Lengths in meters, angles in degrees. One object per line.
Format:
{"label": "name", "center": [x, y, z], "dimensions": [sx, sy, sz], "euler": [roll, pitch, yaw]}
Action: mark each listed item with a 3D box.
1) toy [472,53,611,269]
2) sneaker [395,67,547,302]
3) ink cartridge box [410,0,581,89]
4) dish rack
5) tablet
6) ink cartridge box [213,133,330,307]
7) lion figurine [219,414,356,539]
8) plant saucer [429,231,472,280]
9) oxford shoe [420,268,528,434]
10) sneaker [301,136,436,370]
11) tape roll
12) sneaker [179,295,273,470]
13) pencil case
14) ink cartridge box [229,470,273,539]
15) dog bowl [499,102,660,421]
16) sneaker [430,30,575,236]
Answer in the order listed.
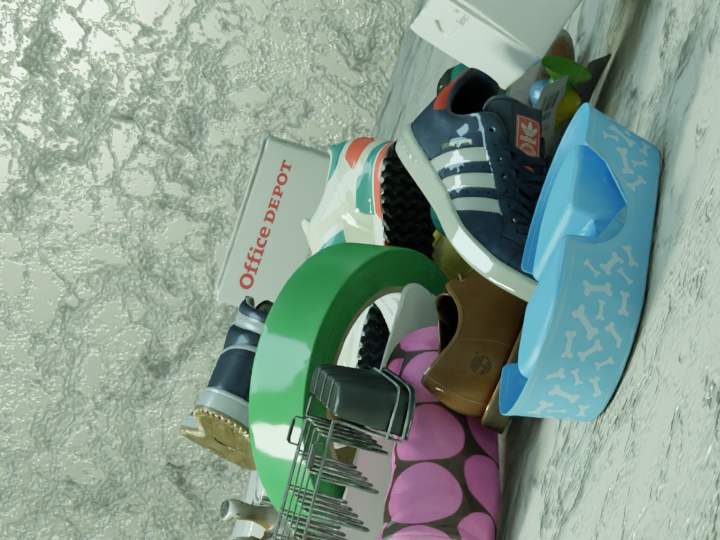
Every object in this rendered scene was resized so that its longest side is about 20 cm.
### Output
{"label": "toy", "center": [0.098, -0.055, 1.573], "dimensions": [0.115, 0.047, 0.201], "euler": [-30, -32, -58]}
{"label": "sneaker", "center": [0.091, -0.055, 1.440], "dimensions": [0.085, 0.075, 0.200], "euler": [-52, 44, 17]}
{"label": "ink cartridge box", "center": [0.129, -0.230, 1.560], "dimensions": [0.201, 0.084, 0.146], "euler": [-56, 3, -6]}
{"label": "dish rack", "center": [-0.025, 0.155, 1.430], "dimensions": [0.153, 0.054, 0.201], "euler": [-155, 80, -83]}
{"label": "tablet", "center": [0.038, 0.123, 1.588], "dimensions": [0.130, 0.014, 0.201], "euler": [37, -117, -52]}
{"label": "ink cartridge box", "center": [-0.010, -0.017, 1.972], "dimensions": [0.084, 0.199, 0.146], "euler": [-127, 56, -84]}
{"label": "lion figurine", "center": [-0.029, 0.172, 1.758], "dimensions": [0.200, 0.122, 0.073], "euler": [-53, 38, 27]}
{"label": "plant saucer", "center": [0.061, -0.016, 1.766], "dimensions": [0.200, 0.048, 0.200], "euler": [-53, 11, 29]}
{"label": "oxford shoe", "center": [0.088, 0.014, 1.481], "dimensions": [0.200, 0.071, 0.072], "euler": [-64, -5, -49]}
{"label": "sneaker", "center": [0.000, 0.000, 1.692], "dimensions": [0.093, 0.070, 0.201], "euler": [14, 101, 47]}
{"label": "tape roll", "center": [0.003, 0.083, 1.588], "dimensions": [0.200, 0.048, 0.202], "euler": [-14, -73, -54]}
{"label": "sneaker", "center": [-0.085, 0.087, 1.808], "dimensions": [0.200, 0.070, 0.109], "euler": [119, 176, -76]}
{"label": "pencil case", "center": [0.047, 0.131, 1.458], "dimensions": [0.094, 0.090, 0.201], "euler": [-49, 18, 33]}
{"label": "ink cartridge box", "center": [-0.046, 0.173, 1.904], "dimensions": [0.147, 0.085, 0.201], "euler": [-91, 20, -75]}
{"label": "dog bowl", "center": [0.123, -0.001, 1.285], "dimensions": [0.112, 0.049, 0.201], "euler": [113, 173, -47]}
{"label": "sneaker", "center": [0.085, -0.098, 1.676], "dimensions": [0.201, 0.079, 0.072], "euler": [-60, -38, -35]}
